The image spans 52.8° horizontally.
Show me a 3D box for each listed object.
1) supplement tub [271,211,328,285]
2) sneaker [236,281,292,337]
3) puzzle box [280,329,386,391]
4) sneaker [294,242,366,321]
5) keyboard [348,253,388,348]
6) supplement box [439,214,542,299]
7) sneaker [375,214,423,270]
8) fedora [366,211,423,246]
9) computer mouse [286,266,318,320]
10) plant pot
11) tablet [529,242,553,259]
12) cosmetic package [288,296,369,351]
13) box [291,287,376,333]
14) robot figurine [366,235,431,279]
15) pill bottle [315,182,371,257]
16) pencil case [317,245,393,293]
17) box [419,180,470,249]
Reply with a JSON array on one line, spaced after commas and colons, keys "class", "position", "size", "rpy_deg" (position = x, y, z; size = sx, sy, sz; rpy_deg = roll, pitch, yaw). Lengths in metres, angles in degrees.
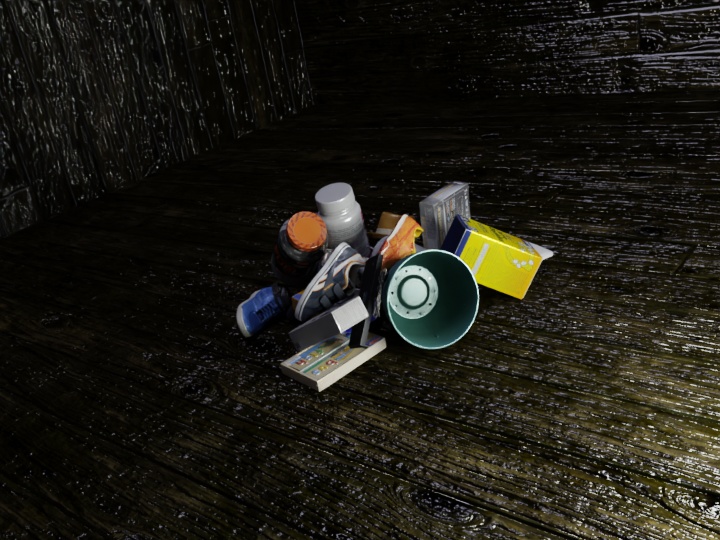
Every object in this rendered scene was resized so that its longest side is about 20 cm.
[{"class": "supplement tub", "position": [-0.147, -0.054, 1.768], "size": [0.121, 0.124, 0.200], "rpy_deg": [-22, -17, -23]}, {"class": "sneaker", "position": [-0.226, 0.089, 1.775], "size": [0.110, 0.078, 0.200], "rpy_deg": [-20, 14, 17]}, {"class": "puzzle box", "position": [-0.058, 0.183, 1.558], "size": [0.199, 0.026, 0.132], "rpy_deg": [-29, 30, -35]}, {"class": "sneaker", "position": [-0.064, 0.040, 1.606], "size": [0.079, 0.201, 0.078], "rpy_deg": [34, -2, 18]}, {"class": "keyboard", "position": [0.022, 0.062, 1.522], "size": [0.020, 0.203, 0.127], "rpy_deg": [16, -15, -19]}, {"class": "supplement box", "position": [0.295, -0.033, 1.662], "size": [0.197, 0.111, 0.109], "rpy_deg": [19, 19, -14]}, {"class": "sneaker", "position": [0.083, -0.044, 1.634], "size": [0.201, 0.077, 0.073], "rpy_deg": [-55, 0, -30]}, {"class": "fedora", "position": [0.101, -0.115, 1.991], "size": [0.197, 0.083, 0.201], "rpy_deg": [10, 1, 0]}, {"class": "computer mouse", "position": [-0.115, 0.041, 1.775], "size": [0.034, 0.201, 0.059], "rpy_deg": [34, 0, 7]}, {"class": "plant pot", "position": [0.134, 0.055, 1.558], "size": [0.197, 0.204, 0.161], "rpy_deg": [-16, 6, -10]}, {"class": "tablet", "position": [0.375, -0.028, 1.846], "size": [0.197, 0.014, 0.130], "rpy_deg": [-21, 25, -21]}, {"class": "cosmetic package", "position": [-0.071, 0.114, 1.533], "size": [0.082, 0.051, 0.199], "rpy_deg": [-26, -2, -36]}, {"class": "box", "position": [-0.054, 0.081, 1.681], "size": [0.118, 0.042, 0.198], "rpy_deg": [-31, 35, -34]}, {"class": "robot figurine", "position": [0.107, -0.016, 1.786], "size": [0.198, 0.170, 0.114], "rpy_deg": [27, 81, 31]}, {"class": "pill bottle", "position": [-0.045, -0.107, 1.806], "size": [0.111, 0.202, 0.114], "rpy_deg": [-10, 35, 7]}, {"class": "pencil case", "position": [0.000, 0.000, 1.687], "size": [0.196, 0.090, 0.079], "rpy_deg": [8, 46, 3]}, {"class": "box", "position": [0.222, -0.107, 1.859], "size": [0.048, 0.203, 0.158], "rpy_deg": [14, 35, 39]}]
